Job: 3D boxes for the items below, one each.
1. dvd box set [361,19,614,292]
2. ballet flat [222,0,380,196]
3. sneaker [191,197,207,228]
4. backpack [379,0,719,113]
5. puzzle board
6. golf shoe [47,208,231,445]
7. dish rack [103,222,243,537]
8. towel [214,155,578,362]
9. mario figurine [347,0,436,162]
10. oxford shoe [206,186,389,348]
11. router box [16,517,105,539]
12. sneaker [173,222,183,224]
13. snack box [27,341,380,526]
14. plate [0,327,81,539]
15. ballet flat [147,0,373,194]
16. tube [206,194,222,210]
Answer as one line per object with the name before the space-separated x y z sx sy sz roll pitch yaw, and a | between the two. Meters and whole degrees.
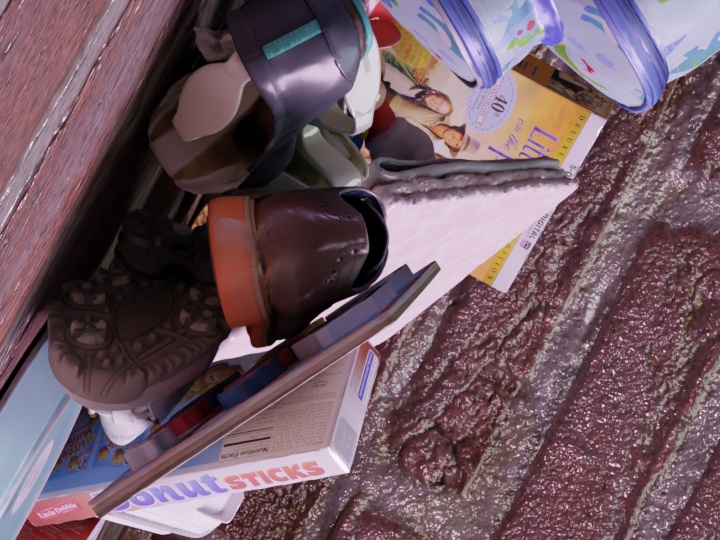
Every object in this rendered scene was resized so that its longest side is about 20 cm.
dvd box set | 0.033 -0.089 1.470 0.146 0.200 0.029 -61 180 36
ballet flat | -0.025 -0.077 1.164 0.069 0.071 0.200 -35 150 -34
sneaker | -0.084 -0.010 1.631 0.200 0.075 0.090 -52 -177 26
backpack | 0.064 -0.152 0.945 0.147 0.200 0.183 -42 -178 1
puzzle board | -0.039 0.045 1.089 0.151 0.017 0.200 -34 -178 10
golf shoe | -0.098 0.043 1.119 0.200 0.078 0.097 -58 162 -72
dish rack | -0.095 0.074 1.388 0.172 0.043 0.200 -62 153 -1
towel | 0.000 0.000 1.314 0.191 0.032 0.200 -39 163 29
mario figurine | -0.019 -0.071 1.281 0.124 0.106 0.200 -56 164 -48
oxford shoe | -0.021 -0.004 1.090 0.200 0.073 0.071 -43 123 -86
router box | -0.221 0.229 1.405 0.200 0.049 0.180 -62 180 18
sneaker | -0.105 0.038 1.516 0.073 0.077 0.200 -63 -178 -20
snack box | -0.084 0.081 1.223 0.200 0.024 0.072 -13 -135 32
plate | -0.171 0.106 1.158 0.200 0.026 0.200 -63 179 -2
ballet flat | -0.057 -0.073 1.058 0.073 0.073 0.200 -62 -171 -21
tube | -0.069 -0.057 1.449 0.058 0.052 0.200 -50 177 -22
